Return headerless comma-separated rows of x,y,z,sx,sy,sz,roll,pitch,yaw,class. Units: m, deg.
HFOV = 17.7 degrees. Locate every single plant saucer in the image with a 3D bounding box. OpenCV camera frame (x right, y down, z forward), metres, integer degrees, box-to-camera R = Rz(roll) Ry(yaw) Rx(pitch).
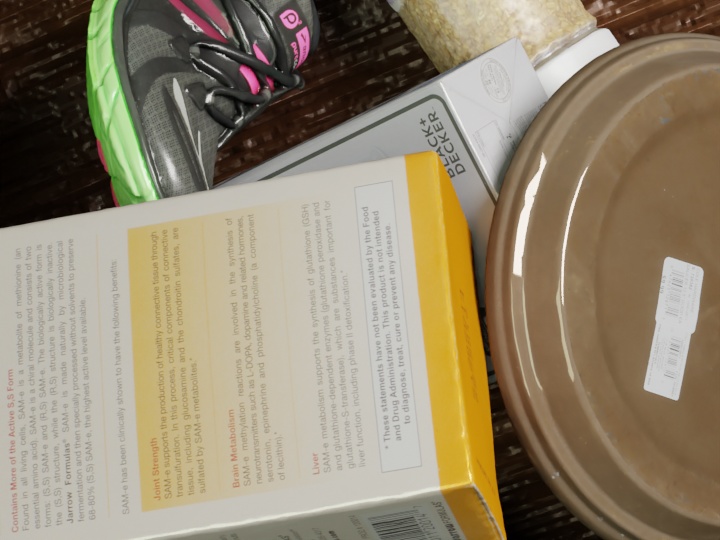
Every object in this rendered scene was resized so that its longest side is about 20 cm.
0.134,0.010,0.863,0.029,0.199,0.202,-5,99,58,plant saucer

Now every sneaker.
-0.059,-0.088,0.909,0.083,0.201,0.077,-2,139,8,sneaker

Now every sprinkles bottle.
0.030,-0.137,0.927,0.068,0.068,0.201,-36,87,19,sprinkles bottle

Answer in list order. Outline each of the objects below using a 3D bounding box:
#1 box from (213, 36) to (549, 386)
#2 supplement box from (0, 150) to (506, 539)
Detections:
0.000,0.000,0.924,0.199,0.060,0.117,-25,96,39,box
-0.056,0.044,0.811,0.198,0.074,0.127,-9,65,9,supplement box
